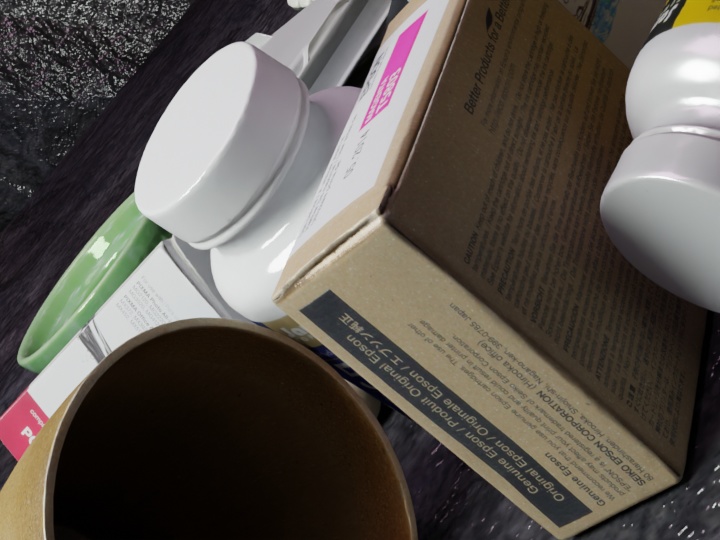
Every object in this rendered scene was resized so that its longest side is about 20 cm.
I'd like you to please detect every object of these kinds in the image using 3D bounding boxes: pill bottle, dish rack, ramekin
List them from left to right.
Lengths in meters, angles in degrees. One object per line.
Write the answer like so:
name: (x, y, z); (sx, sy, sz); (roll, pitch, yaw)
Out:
ramekin: (-0.198, 0.027, 1.428); (0.200, 0.097, 0.200); (-46, 17, 18)
dish rack: (-0.058, -0.124, 1.095); (0.200, 0.043, 0.172); (-26, 27, 55)
pill bottle: (-0.001, -0.015, 0.773); (0.120, 0.199, 0.120); (-39, 33, 31)
pill bottle: (0.173, -0.086, 0.642); (0.201, 0.112, 0.112); (-58, 18, -23)

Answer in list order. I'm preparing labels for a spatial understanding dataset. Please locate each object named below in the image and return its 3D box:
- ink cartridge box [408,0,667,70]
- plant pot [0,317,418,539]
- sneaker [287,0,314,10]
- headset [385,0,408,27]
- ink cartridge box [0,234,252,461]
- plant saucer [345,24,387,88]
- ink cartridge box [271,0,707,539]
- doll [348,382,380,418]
ink cartridge box: (0.110, -0.170, 0.834); (0.146, 0.200, 0.147); (-50, 17, -2)
plant pot: (-0.103, 0.143, 0.767); (0.200, 0.186, 0.187); (-32, 25, 49)
sneaker: (0.029, -0.248, 1.136); (0.198, 0.091, 0.078); (-17, 6, 17)
headset: (0.088, -0.157, 1.008); (0.200, 0.122, 0.095); (-18, -57, -77)
ink cartridge box: (-0.136, 0.059, 1.136); (0.200, 0.084, 0.145); (-44, -7, 25)
plant saucer: (-0.015, -0.105, 1.118); (0.200, 0.050, 0.201); (-43, 19, 19)
ink cartridge box: (0.068, -0.018, 0.690); (0.075, 0.164, 0.201); (-36, 22, 40)
doll: (0.038, 0.008, 0.915); (0.201, 0.048, 0.136); (-53, 38, 0)
